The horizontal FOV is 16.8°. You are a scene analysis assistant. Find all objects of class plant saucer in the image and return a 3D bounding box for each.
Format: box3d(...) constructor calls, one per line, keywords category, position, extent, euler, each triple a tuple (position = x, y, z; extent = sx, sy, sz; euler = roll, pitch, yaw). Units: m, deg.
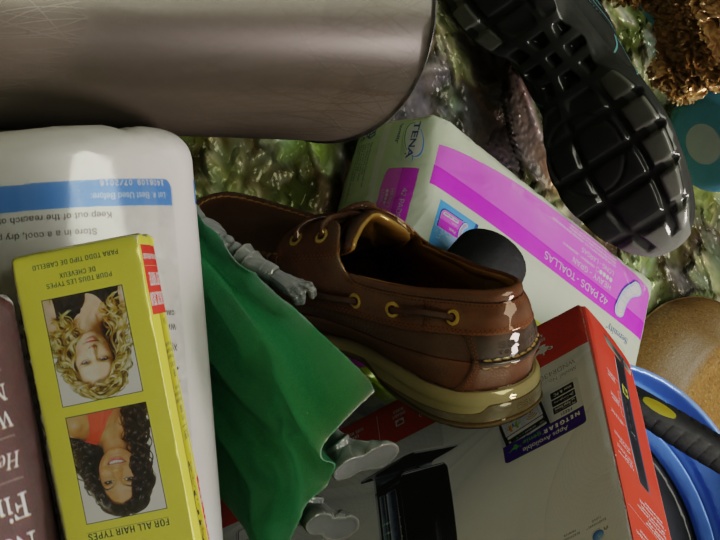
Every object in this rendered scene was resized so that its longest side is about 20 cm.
box3d(category="plant saucer", position=(0.213, 0.113, 1.415), extent=(0.200, 0.035, 0.201), euler=(7, 80, -46))

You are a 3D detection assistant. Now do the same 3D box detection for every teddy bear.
box3d(category="teddy bear", position=(0.178, -0.189, 1.349), extent=(0.145, 0.067, 0.200), euler=(-38, 81, -10))

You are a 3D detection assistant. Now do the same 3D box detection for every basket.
box3d(category="basket", position=(-0.100, -0.119, 1.028), extent=(0.200, 0.180, 0.136), euler=(-5, 106, -38))

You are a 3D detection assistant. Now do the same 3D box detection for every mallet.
box3d(category="mallet", position=(0.119, 0.047, 1.153), extent=(0.200, 0.041, 0.066), euler=(26, 53, -1))

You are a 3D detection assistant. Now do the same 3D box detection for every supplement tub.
box3d(category="supplement tub", position=(-0.126, 0.046, 0.993), extent=(0.132, 0.132, 0.201), euler=(-1, 86, -47))

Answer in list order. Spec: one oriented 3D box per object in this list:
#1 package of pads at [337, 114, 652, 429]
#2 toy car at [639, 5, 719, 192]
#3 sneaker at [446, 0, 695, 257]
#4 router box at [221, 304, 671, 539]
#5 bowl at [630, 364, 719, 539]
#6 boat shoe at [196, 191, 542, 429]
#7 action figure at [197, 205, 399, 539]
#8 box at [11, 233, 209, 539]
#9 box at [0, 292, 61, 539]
box3d(category="package of pads", position=(0.061, 0.036, 1.238), extent=(0.200, 0.068, 0.155), euler=(34, 62, -39))
box3d(category="toy car", position=(0.298, -0.145, 1.415), extent=(0.184, 0.200, 0.177), euler=(-20, 100, -46))
box3d(category="sneaker", position=(0.123, -0.102, 1.291), extent=(0.200, 0.075, 0.079), euler=(60, 29, 4))
box3d(category="router box", position=(0.036, 0.130, 1.059), extent=(0.049, 0.200, 0.180), euler=(49, 21, -35))
box3d(category="bowl", position=(0.119, 0.144, 1.184), extent=(0.200, 0.039, 0.201), euler=(14, 67, -37))
box3d(category="boat shoe", position=(0.000, 0.000, 1.082), extent=(0.072, 0.200, 0.068), euler=(-27, 130, -41))
box3d(category="action figure", position=(-0.057, 0.029, 1.052), extent=(0.055, 0.200, 0.118), euler=(1, 129, -41))
box3d(category="box", position=(-0.083, 0.089, 0.894), extent=(0.075, 0.050, 0.201), euler=(94, -16, -89))
box3d(category="box", position=(-0.214, 0.123, 0.865), extent=(0.166, 0.164, 0.201), euler=(-17, 98, -46))
